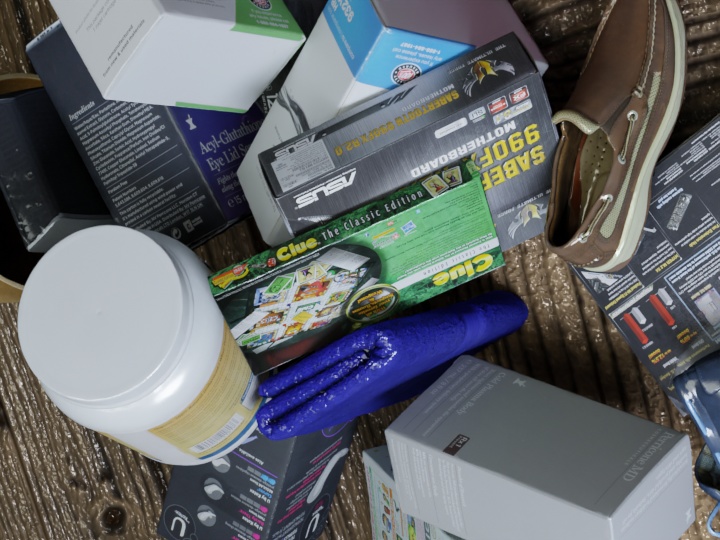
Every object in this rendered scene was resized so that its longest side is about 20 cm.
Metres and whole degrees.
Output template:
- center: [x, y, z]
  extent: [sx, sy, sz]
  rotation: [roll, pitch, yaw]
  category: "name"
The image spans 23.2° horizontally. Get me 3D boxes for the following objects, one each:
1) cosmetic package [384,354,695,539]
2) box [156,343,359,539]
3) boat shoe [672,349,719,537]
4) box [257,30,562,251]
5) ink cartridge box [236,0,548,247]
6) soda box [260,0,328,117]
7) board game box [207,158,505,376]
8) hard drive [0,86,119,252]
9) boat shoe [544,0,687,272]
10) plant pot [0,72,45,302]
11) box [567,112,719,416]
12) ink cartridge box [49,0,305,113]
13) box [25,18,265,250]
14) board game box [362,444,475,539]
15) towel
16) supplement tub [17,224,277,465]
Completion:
- center: [0.127, 0.145, 1.245]
  extent: [0.198, 0.107, 0.091]
  rotation: [14, 130, 38]
  category: "cosmetic package"
- center: [-0.078, 0.141, 1.449]
  extent: [0.105, 0.122, 0.202]
  rotation: [28, 120, 20]
  category: "box"
- center: [0.266, 0.133, 1.243]
  extent: [0.068, 0.084, 0.202]
  rotation: [-17, 118, 9]
  category: "boat shoe"
- center: [0.044, -0.059, 1.233]
  extent: [0.159, 0.198, 0.049]
  rotation: [66, 179, -50]
  category: "box"
- center: [0.019, -0.108, 1.272]
  extent: [0.201, 0.144, 0.084]
  rotation: [-58, 41, 33]
  category: "ink cartridge box"
- center: [-0.050, -0.222, 1.324]
  extent: [0.063, 0.071, 0.202]
  rotation: [0, 108, 33]
  category: "soda box"
- center: [0.000, 0.000, 1.219]
  extent: [0.105, 0.198, 0.024]
  rotation: [68, 177, -50]
  category: "board game box"
- center: [-0.215, -0.087, 1.391]
  extent: [0.042, 0.199, 0.136]
  rotation: [-26, 85, 26]
  category: "hard drive"
- center: [0.169, -0.102, 1.197]
  extent: [0.074, 0.074, 0.205]
  rotation: [10, 91, 47]
  category: "boat shoe"
- center: [-0.322, -0.048, 1.508]
  extent: [0.199, 0.186, 0.188]
  rotation: [-21, 97, 48]
  category: "plant pot"
- center: [0.257, -0.015, 1.229]
  extent: [0.158, 0.050, 0.200]
  rotation: [52, 126, 4]
  category: "box"
- center: [-0.152, -0.217, 1.245]
  extent: [0.084, 0.145, 0.201]
  rotation: [-47, 61, 30]
  category: "ink cartridge box"
- center: [-0.143, -0.124, 1.372]
  extent: [0.104, 0.148, 0.202]
  rotation: [-25, 95, 35]
  category: "box"
- center: [0.072, 0.236, 1.364]
  extent: [0.200, 0.064, 0.149]
  rotation: [-143, 44, -60]
  category: "board game box"
- center: [0.022, 0.064, 1.313]
  extent: [0.147, 0.199, 0.050]
  rotation: [-37, 77, 32]
  category: "towel"
- center: [-0.152, 0.055, 1.273]
  extent: [0.143, 0.200, 0.147]
  rotation: [-4, 73, 13]
  category: "supplement tub"
